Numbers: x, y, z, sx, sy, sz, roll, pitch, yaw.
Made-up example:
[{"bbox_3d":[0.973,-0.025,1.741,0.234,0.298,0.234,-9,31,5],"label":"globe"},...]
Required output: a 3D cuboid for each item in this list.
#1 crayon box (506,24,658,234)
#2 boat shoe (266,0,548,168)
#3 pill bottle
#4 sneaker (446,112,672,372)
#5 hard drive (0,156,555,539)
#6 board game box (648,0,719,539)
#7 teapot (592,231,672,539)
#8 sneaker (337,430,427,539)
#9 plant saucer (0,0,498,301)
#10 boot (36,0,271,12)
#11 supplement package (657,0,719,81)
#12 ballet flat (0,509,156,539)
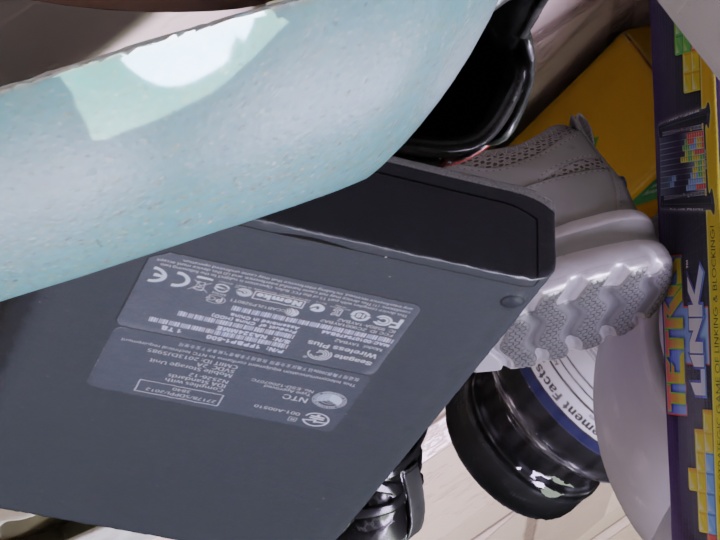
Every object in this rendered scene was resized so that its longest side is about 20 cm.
[{"bbox_3d":[0.105,-0.041,0.925,0.200,0.052,0.125,-44,165,33],"label":"crayon box"},{"bbox_3d":[0.010,-0.054,0.660,0.073,0.063,0.202,-33,167,-16],"label":"boat shoe"},{"bbox_3d":[0.131,0.029,1.091,0.112,0.112,0.200,-17,157,-51],"label":"pill bottle"},{"bbox_3d":[0.000,0.000,0.781,0.199,0.082,0.075,-11,149,-10],"label":"sneaker"},{"bbox_3d":[-0.044,0.027,0.698,0.139,0.033,0.200,12,146,-16],"label":"hard drive"},{"bbox_3d":[0.186,-0.001,0.791,0.164,0.202,0.057,-1,179,-15],"label":"board game box"},{"bbox_3d":[0.171,0.038,0.885,0.196,0.201,0.146,-21,151,8],"label":"teapot"},{"bbox_3d":[0.001,0.055,0.896,0.200,0.100,0.069,-44,165,32],"label":"sneaker"},{"bbox_3d":[-0.056,-0.021,0.499,0.200,0.039,0.201,-18,-177,1],"label":"plant saucer"},{"bbox_3d":[0.008,-0.128,0.431,0.199,0.070,0.146,-22,154,-45],"label":"boot"},{"bbox_3d":[0.207,-0.140,0.654,0.199,0.147,0.191,-25,163,-34],"label":"supplement package"},{"bbox_3d":[-0.068,0.054,0.827,0.200,0.070,0.069,-36,166,15],"label":"ballet flat"}]
